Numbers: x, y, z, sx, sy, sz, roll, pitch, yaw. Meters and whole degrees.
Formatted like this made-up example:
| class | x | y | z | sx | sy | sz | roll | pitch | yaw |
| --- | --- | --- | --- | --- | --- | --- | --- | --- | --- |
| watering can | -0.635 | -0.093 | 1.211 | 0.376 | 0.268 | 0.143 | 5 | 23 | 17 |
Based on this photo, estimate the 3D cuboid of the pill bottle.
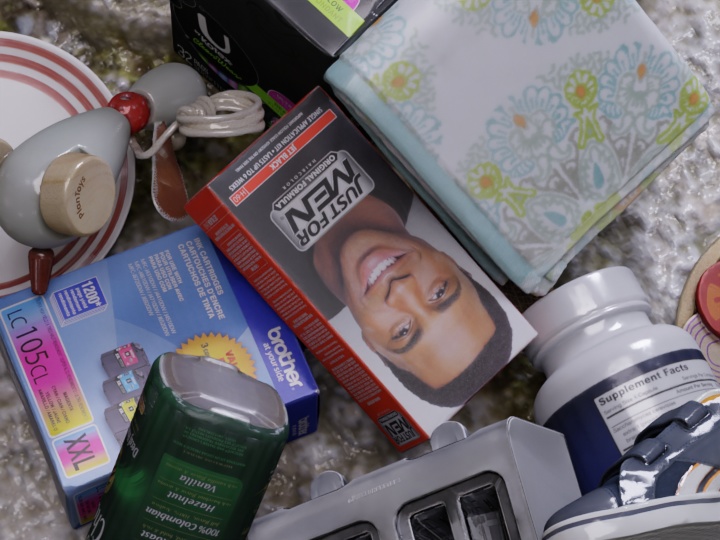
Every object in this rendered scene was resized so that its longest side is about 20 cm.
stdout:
| class | x | y | z | sx | sy | sz | roll | pitch | yaw |
| --- | --- | --- | --- | --- | --- | --- | --- | --- | --- |
| pill bottle | 0.172 | 0.103 | 1.662 | 0.111 | 0.111 | 0.200 | -22 | 71 | -10 |

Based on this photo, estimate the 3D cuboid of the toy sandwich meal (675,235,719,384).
| class | x | y | z | sx | sy | sz | roll | pitch | yaw |
| --- | --- | --- | --- | --- | --- | --- | --- | --- | --- |
| toy sandwich meal | 0.298 | 0.038 | 1.713 | 0.205 | 0.070 | 0.205 | 1 | 69 | -2 |

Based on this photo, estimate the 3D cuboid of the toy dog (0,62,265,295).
| class | x | y | z | sx | sy | sz | roll | pitch | yaw |
| --- | --- | --- | --- | --- | --- | --- | --- | --- | --- |
| toy dog | -0.159 | -0.052 | 1.685 | 0.200 | 0.096 | 0.132 | -19 | 31 | -32 |

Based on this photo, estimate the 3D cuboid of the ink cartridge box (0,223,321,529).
| class | x | y | z | sx | sy | sz | roll | pitch | yaw |
| --- | --- | --- | --- | --- | --- | --- | --- | --- | --- |
| ink cartridge box | -0.111 | 0.053 | 1.693 | 0.200 | 0.076 | 0.137 | -21 | 71 | -11 |

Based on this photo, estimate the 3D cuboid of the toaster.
| class | x | y | z | sx | sy | sz | roll | pitch | yaw |
| --- | --- | --- | --- | --- | --- | --- | --- | --- | --- |
| toaster | 0.046 | 0.200 | 1.587 | 0.181 | 0.119 | 0.200 | -23 | 66 | 19 |

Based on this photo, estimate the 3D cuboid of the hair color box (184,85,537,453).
| class | x | y | z | sx | sy | sz | roll | pitch | yaw |
| --- | --- | --- | --- | --- | --- | --- | --- | --- | --- |
| hair color box | 0.000 | 0.000 | 1.649 | 0.102 | 0.061 | 0.200 | -43 | 94 | -21 |

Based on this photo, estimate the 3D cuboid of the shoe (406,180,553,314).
| class | x | y | z | sx | sy | sz | roll | pitch | yaw |
| --- | --- | --- | --- | --- | --- | --- | --- | --- | --- |
| shoe | 0.067 | -0.059 | 1.699 | 0.070 | 0.053 | 0.200 | -16 | 110 | 14 |

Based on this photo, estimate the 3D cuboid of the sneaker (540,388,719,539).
| class | x | y | z | sx | sy | sz | roll | pitch | yaw |
| --- | --- | --- | --- | --- | --- | --- | --- | --- | --- |
| sneaker | 0.177 | 0.116 | 1.547 | 0.200 | 0.078 | 0.080 | -7 | 70 | -34 |

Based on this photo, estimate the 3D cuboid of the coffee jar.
| class | x | y | z | sx | sy | sz | roll | pitch | yaw |
| --- | --- | --- | --- | --- | --- | --- | --- | --- | --- |
| coffee jar | -0.113 | 0.155 | 1.594 | 0.085 | 0.104 | 0.200 | 19 | 103 | -12 |

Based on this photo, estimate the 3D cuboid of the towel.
| class | x | y | z | sx | sy | sz | roll | pitch | yaw |
| --- | --- | --- | --- | --- | --- | --- | --- | --- | --- |
| towel | 0.098 | -0.103 | 1.633 | 0.171 | 0.048 | 0.200 | -45 | 116 | -5 |

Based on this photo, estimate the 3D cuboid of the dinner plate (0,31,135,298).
| class | x | y | z | sx | sy | sz | roll | pitch | yaw |
| --- | --- | --- | --- | --- | --- | --- | --- | --- | --- |
| dinner plate | -0.243 | -0.059 | 1.759 | 0.200 | 0.024 | 0.200 | 1 | 68 | -2 |

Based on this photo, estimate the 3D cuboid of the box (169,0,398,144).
| class | x | y | z | sx | sy | sz | roll | pitch | yaw |
| --- | --- | --- | --- | --- | --- | --- | --- | --- | --- |
| box | -0.029 | -0.174 | 1.715 | 0.149 | 0.200 | 0.124 | 41 | 73 | 13 |
